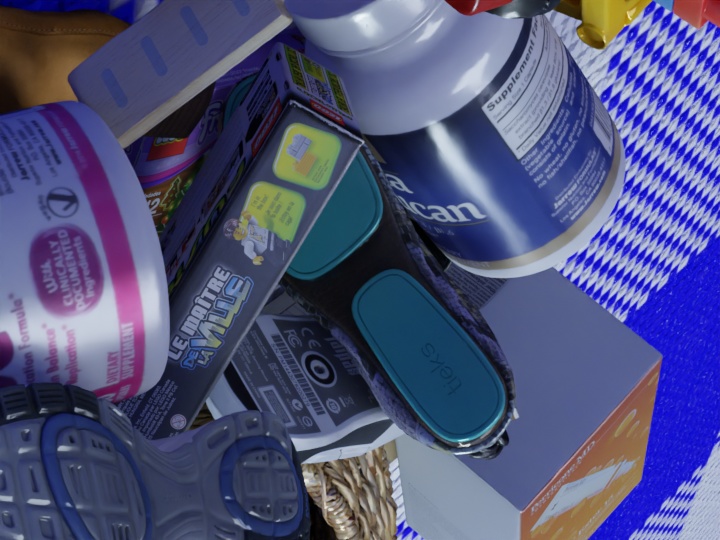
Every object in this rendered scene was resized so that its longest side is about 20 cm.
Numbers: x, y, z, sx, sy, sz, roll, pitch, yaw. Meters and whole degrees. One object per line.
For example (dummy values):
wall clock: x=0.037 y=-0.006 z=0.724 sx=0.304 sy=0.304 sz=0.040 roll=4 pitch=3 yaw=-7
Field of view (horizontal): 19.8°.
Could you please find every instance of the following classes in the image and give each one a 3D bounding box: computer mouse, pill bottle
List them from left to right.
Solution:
pill bottle: x=-0.178 y=0.016 z=0.731 sx=0.199 sy=0.114 sz=0.114 roll=-16 pitch=142 yaw=-22
computer mouse: x=-0.011 y=0.052 z=0.966 sx=0.199 sy=0.110 sz=0.044 roll=-6 pitch=149 yaw=-49
pill bottle: x=0.041 y=-0.092 z=0.989 sx=0.111 sy=0.111 sz=0.200 roll=-51 pitch=136 yaw=-9

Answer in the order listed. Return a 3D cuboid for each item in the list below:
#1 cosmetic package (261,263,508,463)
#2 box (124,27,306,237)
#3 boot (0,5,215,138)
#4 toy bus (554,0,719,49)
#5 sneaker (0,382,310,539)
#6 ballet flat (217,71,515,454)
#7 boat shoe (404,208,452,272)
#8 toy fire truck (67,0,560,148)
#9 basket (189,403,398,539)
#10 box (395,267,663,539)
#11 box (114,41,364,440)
cosmetic package: x=-0.005 y=0.056 z=1.203 sx=0.200 sy=0.105 sz=0.071 roll=-35 pitch=153 yaw=-35
box: x=-0.071 y=-0.046 z=1.012 sx=0.200 sy=0.039 sz=0.137 roll=-20 pitch=138 yaw=-54
boot: x=-0.157 y=-0.027 z=0.857 sx=0.144 sy=0.071 sz=0.202 roll=1 pitch=130 yaw=-49
toy bus: x=0.113 y=-0.200 z=0.967 sx=0.136 sy=0.192 sz=0.200 roll=-45 pitch=154 yaw=-18
sneaker: x=-0.100 y=0.088 z=0.739 sx=0.087 sy=0.075 sz=0.200 roll=-18 pitch=161 yaw=29
ballet flat: x=0.000 y=0.000 z=0.943 sx=0.072 sy=0.201 sz=0.072 roll=-33 pitch=170 yaw=-6
boat shoe: x=-0.010 y=-0.021 z=1.040 sx=0.069 sy=0.057 sz=0.200 roll=-60 pitch=158 yaw=15
toy fire truck: x=-0.031 y=-0.147 z=0.796 sx=0.199 sy=0.176 sz=0.129 roll=-22 pitch=144 yaw=-32
basket: x=-0.067 y=0.159 z=1.010 sx=0.149 sy=0.142 sz=0.201 roll=-56 pitch=155 yaw=-55
box: x=0.097 y=0.102 z=1.210 sx=0.124 sy=0.097 sz=0.200 roll=-46 pitch=159 yaw=-16
box: x=-0.069 y=0.008 z=0.863 sx=0.200 sy=0.035 sz=0.110 roll=-58 pitch=-166 yaw=13
